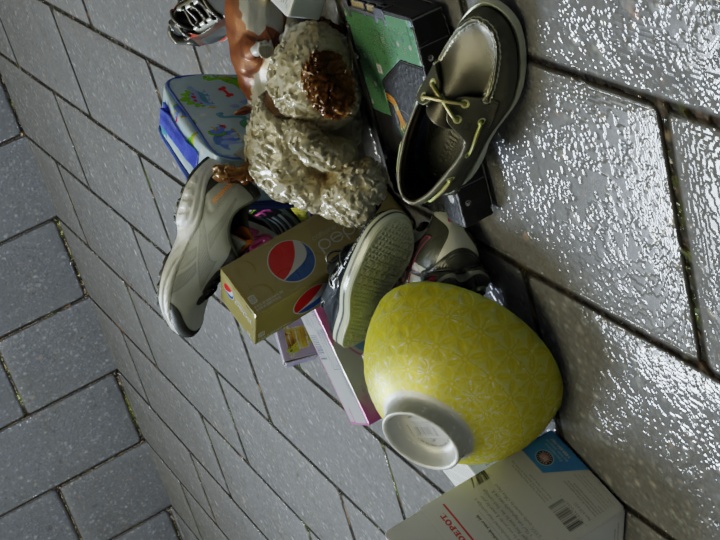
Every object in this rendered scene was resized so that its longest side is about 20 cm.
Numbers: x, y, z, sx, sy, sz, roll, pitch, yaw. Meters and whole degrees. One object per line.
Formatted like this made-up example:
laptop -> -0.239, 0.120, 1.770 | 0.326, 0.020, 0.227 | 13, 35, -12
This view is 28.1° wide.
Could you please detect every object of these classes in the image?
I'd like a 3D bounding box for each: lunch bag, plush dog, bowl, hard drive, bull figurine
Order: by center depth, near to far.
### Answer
hard drive -> 0.051, -0.149, 1.295 | 0.140, 0.038, 0.201 | 31, 143, 58
bowl -> 0.077, 0.119, 1.335 | 0.199, 0.108, 0.201 | 22, 143, 17
plush dog -> -0.054, -0.156, 1.374 | 0.200, 0.159, 0.173 | -110, 28, -57
bull figurine -> -0.101, -0.250, 1.470 | 0.121, 0.065, 0.202 | 161, 101, -67
lunch bag -> -0.129, -0.142, 1.563 | 0.200, 0.160, 0.083 | 51, 137, 47

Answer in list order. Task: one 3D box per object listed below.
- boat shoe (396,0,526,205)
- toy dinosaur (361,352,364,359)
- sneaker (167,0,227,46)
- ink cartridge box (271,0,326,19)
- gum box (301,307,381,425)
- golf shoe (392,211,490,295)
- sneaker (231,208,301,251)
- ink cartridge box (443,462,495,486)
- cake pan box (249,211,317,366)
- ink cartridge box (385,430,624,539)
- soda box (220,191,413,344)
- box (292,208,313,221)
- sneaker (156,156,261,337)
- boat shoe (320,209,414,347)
boat shoe -> 0.078, -0.130, 1.163 | 0.072, 0.060, 0.202 | 40, 142, 17
toy dinosaur -> 0.103, 0.103, 1.455 | 0.199, 0.077, 0.102 | 29, 159, 3
sneaker -> -0.175, -0.290, 1.643 | 0.078, 0.081, 0.200 | 64, 162, -1
ink cartridge box -> -0.075, -0.359, 1.333 | 0.200, 0.043, 0.174 | 49, 127, 36
gum box -> 0.004, 0.053, 1.565 | 0.201, 0.113, 0.066 | 65, 161, -4
golf shoe -> 0.070, -0.001, 1.415 | 0.200, 0.077, 0.089 | 143, 117, -66
sneaker -> -0.112, -0.039, 1.589 | 0.200, 0.073, 0.088 | 22, -141, -60
ink cartridge box -> 0.147, 0.234, 1.541 | 0.200, 0.050, 0.162 | 48, 170, -13
cake pan box -> -0.096, 0.025, 1.776 | 0.200, 0.052, 0.186 | 114, 143, -83
ink cartridge box -> 0.134, 0.251, 1.345 | 0.116, 0.199, 0.067 | 48, 157, 38
soda box -> -0.044, -0.010, 1.474 | 0.068, 0.199, 0.064 | 51, 158, 23
box -> -0.030, -0.024, 1.664 | 0.201, 0.048, 0.117 | 66, 162, -13
sneaker -> -0.154, -0.013, 1.466 | 0.079, 0.074, 0.201 | 23, 120, 10
boat shoe -> 0.000, 0.000, 1.392 | 0.062, 0.074, 0.201 | 57, 153, 23
